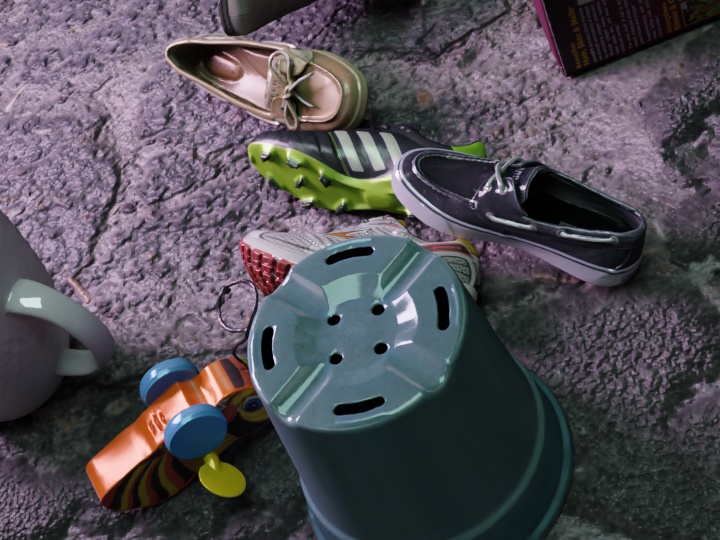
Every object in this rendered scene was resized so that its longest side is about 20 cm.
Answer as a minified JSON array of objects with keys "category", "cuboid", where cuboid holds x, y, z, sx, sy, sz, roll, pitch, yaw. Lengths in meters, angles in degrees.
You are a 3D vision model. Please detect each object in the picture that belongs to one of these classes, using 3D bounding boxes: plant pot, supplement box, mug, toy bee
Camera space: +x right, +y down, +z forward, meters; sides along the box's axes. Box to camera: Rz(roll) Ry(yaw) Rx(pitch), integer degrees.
[{"category":"plant pot","cuboid":[0.025,0.090,1.124,0.200,0.196,0.200,-11,54,15]},{"category":"supplement box","cuboid":[0.234,-0.253,1.342,0.200,0.110,0.086,-21,51,6]},{"category":"mug","cuboid":[-0.285,0.040,1.295,0.200,0.175,0.148,6,59,24]},{"category":"toy bee","cuboid":[-0.105,0.110,1.236,0.200,0.109,0.131,-31,55,30]}]

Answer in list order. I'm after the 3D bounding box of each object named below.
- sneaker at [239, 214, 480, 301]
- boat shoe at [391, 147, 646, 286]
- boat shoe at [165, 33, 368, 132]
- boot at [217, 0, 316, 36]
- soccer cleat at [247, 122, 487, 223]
[{"category":"sneaker","cuboid":[0.000,0.000,1.285,0.200,0.078,0.082,12,53,20]},{"category":"boat shoe","cuboid":[0.117,-0.054,1.238,0.200,0.068,0.072,25,57,15]},{"category":"boat shoe","cuboid":[-0.081,-0.159,1.414,0.200,0.063,0.073,17,101,38]},{"category":"boot","cuboid":[-0.027,-0.259,1.441,0.131,0.068,0.200,9,35,28]},{"category":"soccer cleat","cuboid":[0.006,-0.087,1.349,0.200,0.068,0.081,13,52,21]}]
